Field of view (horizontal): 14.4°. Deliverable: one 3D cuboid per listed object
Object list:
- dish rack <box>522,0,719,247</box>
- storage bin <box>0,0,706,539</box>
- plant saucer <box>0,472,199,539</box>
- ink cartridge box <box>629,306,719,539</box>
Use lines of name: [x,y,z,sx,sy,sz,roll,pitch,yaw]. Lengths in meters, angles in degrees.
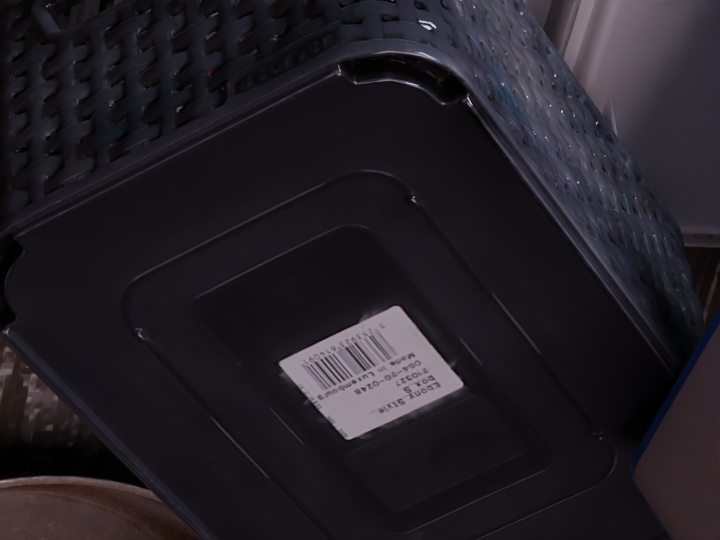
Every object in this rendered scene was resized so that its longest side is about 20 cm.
dish rack: [0.126,-0.089,0.829,0.172,0.044,0.200,2,117,-29]
storage bin: [0.000,0.000,0.756,0.135,0.094,0.200,-26,132,16]
plant saucer: [-0.117,0.138,0.847,0.200,0.032,0.200,-14,125,-21]
ink cartridge box: [0.194,0.043,0.721,0.200,0.084,0.146,24,103,-22]
